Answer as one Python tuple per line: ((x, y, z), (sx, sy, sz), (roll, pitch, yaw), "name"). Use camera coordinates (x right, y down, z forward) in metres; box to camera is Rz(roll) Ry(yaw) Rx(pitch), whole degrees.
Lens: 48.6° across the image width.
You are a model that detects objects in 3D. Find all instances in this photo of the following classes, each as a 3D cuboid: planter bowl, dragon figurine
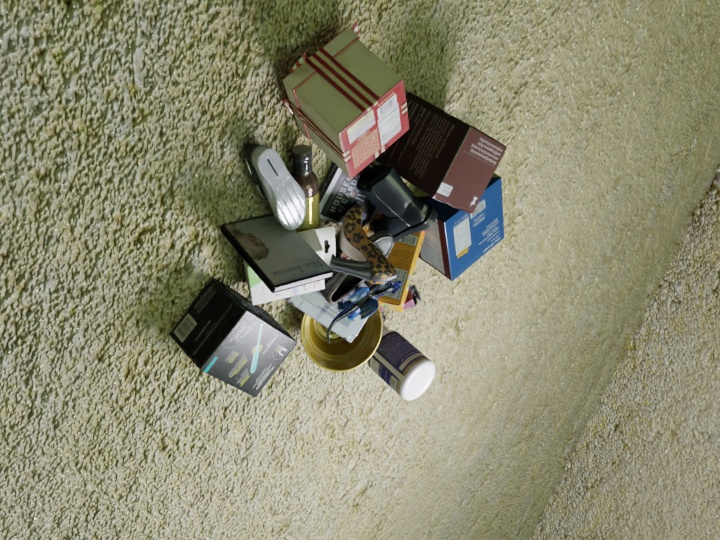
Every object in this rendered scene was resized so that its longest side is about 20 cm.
((-0.053, 0.125, 1.848), (0.196, 0.083, 0.205), (-3, 101, -18), "planter bowl")
((0.000, 0.070, 1.708), (0.199, 0.099, 0.059), (-38, 97, -26), "dragon figurine")

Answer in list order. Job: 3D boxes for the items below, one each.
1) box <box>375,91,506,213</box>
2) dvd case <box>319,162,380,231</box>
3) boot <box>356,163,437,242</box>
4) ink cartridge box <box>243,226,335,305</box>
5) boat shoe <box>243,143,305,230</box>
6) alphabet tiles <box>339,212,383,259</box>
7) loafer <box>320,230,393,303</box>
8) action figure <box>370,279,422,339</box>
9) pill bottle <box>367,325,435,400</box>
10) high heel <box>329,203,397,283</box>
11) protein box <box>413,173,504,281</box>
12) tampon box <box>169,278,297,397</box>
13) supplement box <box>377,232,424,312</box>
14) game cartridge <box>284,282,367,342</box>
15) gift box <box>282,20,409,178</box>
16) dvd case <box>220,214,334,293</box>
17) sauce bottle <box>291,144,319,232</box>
((0.172, -0.254, 1.725), (0.164, 0.199, 0.166), (14, 109, -51), "box")
((-0.012, -0.167, 1.739), (0.198, 0.025, 0.152), (15, 107, -53), "dvd case")
((0.052, -0.145, 1.718), (0.168, 0.199, 0.077), (42, 59, -21), "boot")
((-0.137, -0.011, 1.628), (0.196, 0.068, 0.119), (-13, 137, -12), "ink cartridge box")
((-0.164, -0.167, 1.536), (0.072, 0.071, 0.202), (-38, 134, -18), "boat shoe")
((0.022, -0.052, 1.851), (0.199, 0.007, 0.169), (-36, 146, -31), "alphabet tiles")
((0.000, 0.000, 1.715), (0.199, 0.063, 0.072), (-42, 115, 3), "loafer")
((0.042, 0.069, 1.920), (0.196, 0.134, 0.152), (-21, 101, 0), "action figure")
((0.085, 0.223, 2.006), (0.114, 0.199, 0.117), (-28, 138, -28), "pill bottle")
((0.023, -0.057, 1.673), (0.072, 0.139, 0.202), (99, 6, -49), "high heel")
((0.237, -0.127, 1.947), (0.197, 0.134, 0.202), (-37, 140, -21), "protein box")
((-0.256, 0.140, 1.633), (0.151, 0.126, 0.200), (-51, 144, -2), "tampon box")
((0.094, -0.010, 1.863), (0.067, 0.067, 0.204), (64, 44, -72), "supplement box")
((-0.064, 0.054, 1.769), (0.198, 0.041, 0.134), (35, 91, -21), "game cartridge")
((-0.026, -0.324, 1.463), (0.184, 0.187, 0.201), (-39, 156, -15), "gift box")
((-0.161, -0.037, 1.532), (0.141, 0.200, 0.018), (-14, 137, -38), "dvd case")
((-0.114, -0.156, 1.607), (0.064, 0.064, 0.203), (-25, 134, -31), "sauce bottle")
